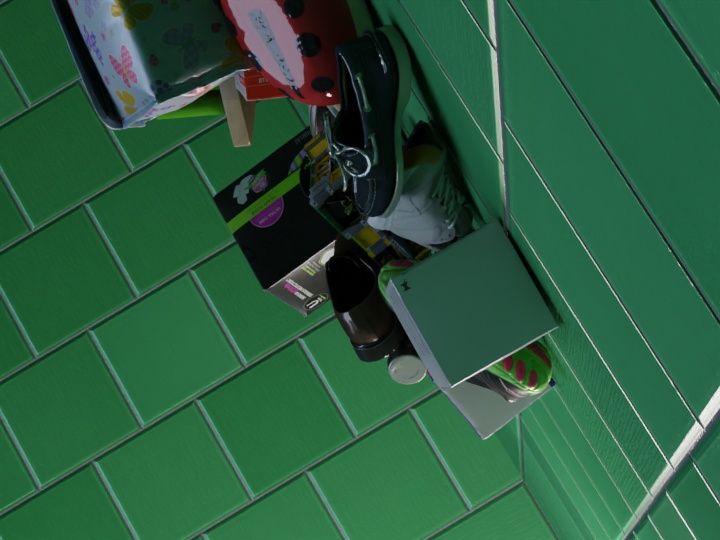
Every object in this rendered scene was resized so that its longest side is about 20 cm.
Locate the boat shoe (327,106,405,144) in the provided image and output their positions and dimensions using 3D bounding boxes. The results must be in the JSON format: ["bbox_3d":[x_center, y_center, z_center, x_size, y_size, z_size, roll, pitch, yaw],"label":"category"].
[{"bbox_3d":[0.004,-0.149,1.914,0.200,0.067,0.074,61,178,-42],"label":"boat shoe"}]

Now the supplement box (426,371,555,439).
[{"bbox_3d":[0.113,0.075,1.921,0.101,0.103,0.200,50,-175,-29],"label":"supplement box"}]

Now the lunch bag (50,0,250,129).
[{"bbox_3d":[-0.209,-0.225,1.656,0.200,0.127,0.170,-9,105,67],"label":"lunch bag"}]

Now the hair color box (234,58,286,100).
[{"bbox_3d":[-0.096,-0.266,1.668,0.111,0.064,0.200,-127,31,-76],"label":"hair color box"}]

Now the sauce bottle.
[{"bbox_3d":[0.048,0.042,1.876,0.200,0.065,0.065,-90,-24,-51],"label":"sauce bottle"}]

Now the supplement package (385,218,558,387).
[{"bbox_3d":[0.096,0.034,1.613,0.110,0.114,0.200,60,179,3],"label":"supplement package"}]

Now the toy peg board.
[{"bbox_3d":[-0.169,-0.260,1.816,0.200,0.098,0.199,-89,-9,-45],"label":"toy peg board"}]

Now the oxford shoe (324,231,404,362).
[{"bbox_3d":[0.000,0.000,1.834,0.084,0.073,0.200,56,-169,-33],"label":"oxford shoe"}]

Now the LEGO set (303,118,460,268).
[{"bbox_3d":[0.040,-0.085,1.812,0.200,0.116,0.154,46,-159,-15],"label":"LEGO set"}]

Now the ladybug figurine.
[{"bbox_3d":[-0.062,-0.222,1.557,0.136,0.072,0.200,-12,116,43],"label":"ladybug figurine"}]

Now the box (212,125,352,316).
[{"bbox_3d":[-0.042,-0.071,2.091,0.149,0.200,0.124,58,-170,27],"label":"box"}]

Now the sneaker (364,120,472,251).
[{"bbox_3d":[0.068,-0.073,1.643,0.092,0.076,0.200,29,165,1],"label":"sneaker"}]

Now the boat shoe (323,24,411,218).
[{"bbox_3d":[0.003,-0.118,1.513,0.200,0.062,0.075,96,151,-50],"label":"boat shoe"}]

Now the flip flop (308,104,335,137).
[{"bbox_3d":[-0.041,-0.212,1.920,0.058,0.081,0.200,50,168,47],"label":"flip flop"}]

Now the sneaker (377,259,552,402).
[{"bbox_3d":[0.094,0.067,1.763,0.200,0.077,0.084,39,143,2],"label":"sneaker"}]
